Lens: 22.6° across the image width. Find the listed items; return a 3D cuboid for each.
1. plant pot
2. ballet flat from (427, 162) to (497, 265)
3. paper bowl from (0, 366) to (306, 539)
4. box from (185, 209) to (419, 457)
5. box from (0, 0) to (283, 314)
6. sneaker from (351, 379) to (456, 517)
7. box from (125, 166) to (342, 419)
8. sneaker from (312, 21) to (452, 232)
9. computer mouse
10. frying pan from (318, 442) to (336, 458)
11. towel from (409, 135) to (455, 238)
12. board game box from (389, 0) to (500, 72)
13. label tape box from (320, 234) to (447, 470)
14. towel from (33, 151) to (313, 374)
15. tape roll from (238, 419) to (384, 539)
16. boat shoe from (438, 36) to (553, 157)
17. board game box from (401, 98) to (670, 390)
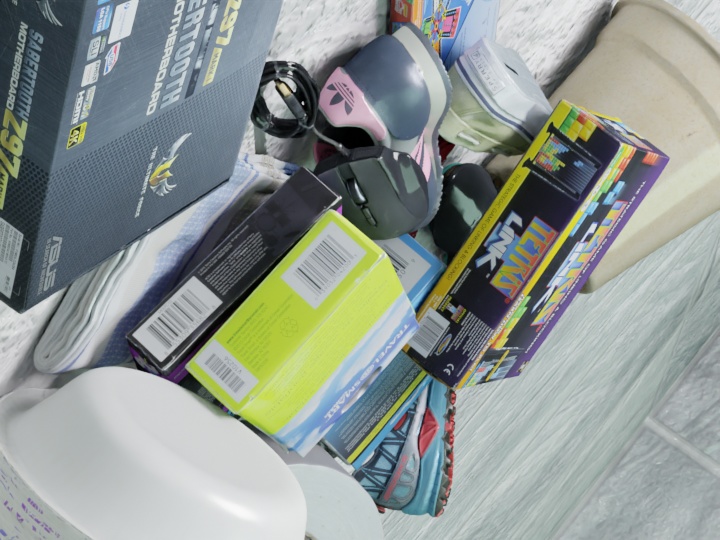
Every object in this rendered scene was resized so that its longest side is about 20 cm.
[{"bbox_3d":[0.207,-0.088,1.450,0.183,0.201,0.201,-39,161,-10],"label":"plant pot"},{"bbox_3d":[0.098,-0.027,1.434,0.073,0.073,0.200,-51,163,-11],"label":"ballet flat"},{"bbox_3d":[-0.108,0.127,0.936,0.105,0.200,0.201,-57,163,10],"label":"paper bowl"},{"bbox_3d":[-0.027,0.043,1.068,0.122,0.048,0.200,-47,166,-4],"label":"box"},{"bbox_3d":[-0.098,-0.096,0.793,0.158,0.051,0.201,-38,156,-47],"label":"box"},{"bbox_3d":[0.029,0.091,1.413,0.079,0.095,0.201,87,6,-65],"label":"sneaker"},{"bbox_3d":[-0.071,0.033,1.083,0.143,0.036,0.200,-45,164,-17],"label":"box"},{"bbox_3d":[0.005,-0.075,1.119,0.082,0.070,0.200,-30,154,-15],"label":"sneaker"},{"bbox_3d":[-0.013,-0.062,1.027,0.200,0.058,0.034,40,43,-56],"label":"computer mouse"},{"bbox_3d":[-0.036,0.144,1.477,0.190,0.031,0.115,-55,162,-8],"label":"frying pan"},{"bbox_3d":[0.000,0.000,1.299,0.145,0.022,0.201,-39,157,-40],"label":"towel"},{"bbox_3d":[0.055,-0.152,1.158,0.103,0.019,0.200,-50,163,-22],"label":"board game box"},{"bbox_3d":[0.006,0.057,1.289,0.143,0.066,0.200,-50,165,-6],"label":"label tape box"},{"bbox_3d":[-0.099,-0.005,1.018,0.147,0.024,0.200,-57,164,10],"label":"towel"},{"bbox_3d":[-0.082,0.205,1.229,0.199,0.066,0.201,-15,120,-27],"label":"tape roll"},{"bbox_3d":[0.088,-0.110,1.210,0.062,0.072,0.200,-32,165,13],"label":"boat shoe"},{"bbox_3d":[0.124,-0.015,1.248,0.201,0.057,0.165,-56,162,13],"label":"board game box"}]
